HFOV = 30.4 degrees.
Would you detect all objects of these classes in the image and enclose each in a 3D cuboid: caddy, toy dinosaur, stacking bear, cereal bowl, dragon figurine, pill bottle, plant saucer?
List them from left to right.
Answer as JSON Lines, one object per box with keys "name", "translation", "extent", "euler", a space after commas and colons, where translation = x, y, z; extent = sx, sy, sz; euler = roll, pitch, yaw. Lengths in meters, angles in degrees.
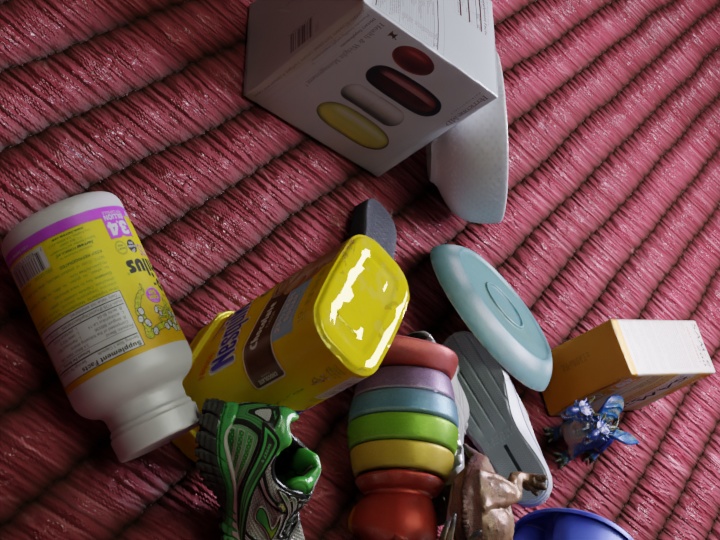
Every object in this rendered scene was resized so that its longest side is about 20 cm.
{"name": "pill bottle", "translation": [-0.200, 0.046, 1.051], "extent": [0.104, 0.104, 0.201], "euler": [-18, 79, -53]}
{"name": "stacking bear", "translation": [0.034, 0.174, 1.229], "extent": [0.113, 0.122, 0.201], "euler": [3, 67, 1]}
{"name": "cereal bowl", "translation": [0.119, -0.153, 1.528], "extent": [0.083, 0.201, 0.201], "euler": [-1, 56, -1]}
{"name": "toy dinosaur", "translation": [0.106, 0.227, 1.183], "extent": [0.135, 0.086, 0.201], "euler": [26, 46, -38]}
{"name": "plant saucer", "translation": [0.152, 0.045, 1.467], "extent": [0.200, 0.027, 0.200], "euler": [44, 18, -18]}
{"name": "caddy", "translation": [0.230, 0.321, 1.323], "extent": [0.200, 0.141, 0.105], "euler": [46, 41, -17]}
{"name": "dragon figurine", "translation": [0.279, 0.180, 1.513], "extent": [0.199, 0.099, 0.059], "euler": [3, 63, -48]}

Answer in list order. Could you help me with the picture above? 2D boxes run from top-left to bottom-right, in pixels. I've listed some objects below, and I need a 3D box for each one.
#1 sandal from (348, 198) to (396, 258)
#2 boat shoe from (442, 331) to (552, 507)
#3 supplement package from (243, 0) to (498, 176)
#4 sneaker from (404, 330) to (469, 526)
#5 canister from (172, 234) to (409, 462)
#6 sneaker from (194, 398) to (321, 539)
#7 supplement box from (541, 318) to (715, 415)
{"name": "sandal", "translation": [0.000, 0.000, 1.377], "extent": [0.076, 0.043, 0.200], "euler": [52, 27, -20]}
{"name": "boat shoe", "translation": [0.141, 0.162, 1.408], "extent": [0.067, 0.073, 0.201], "euler": [45, 22, -70]}
{"name": "supplement package", "translation": [0.011, -0.240, 1.426], "extent": [0.199, 0.191, 0.148], "euler": [28, 46, -33]}
{"name": "sneaker", "translation": [0.081, 0.161, 1.328], "extent": [0.081, 0.075, 0.201], "euler": [33, 44, -46]}
{"name": "canister", "translation": [-0.063, 0.066, 1.113], "extent": [0.087, 0.200, 0.149], "euler": [47, 38, -15]}
{"name": "sneaker", "translation": [-0.071, 0.187, 1.070], "extent": [0.078, 0.085, 0.201], "euler": [-76, 160, -46]}
{"name": "supplement box", "translation": [0.316, 0.116, 1.580], "extent": [0.199, 0.126, 0.074], "euler": [3, 62, -47]}
